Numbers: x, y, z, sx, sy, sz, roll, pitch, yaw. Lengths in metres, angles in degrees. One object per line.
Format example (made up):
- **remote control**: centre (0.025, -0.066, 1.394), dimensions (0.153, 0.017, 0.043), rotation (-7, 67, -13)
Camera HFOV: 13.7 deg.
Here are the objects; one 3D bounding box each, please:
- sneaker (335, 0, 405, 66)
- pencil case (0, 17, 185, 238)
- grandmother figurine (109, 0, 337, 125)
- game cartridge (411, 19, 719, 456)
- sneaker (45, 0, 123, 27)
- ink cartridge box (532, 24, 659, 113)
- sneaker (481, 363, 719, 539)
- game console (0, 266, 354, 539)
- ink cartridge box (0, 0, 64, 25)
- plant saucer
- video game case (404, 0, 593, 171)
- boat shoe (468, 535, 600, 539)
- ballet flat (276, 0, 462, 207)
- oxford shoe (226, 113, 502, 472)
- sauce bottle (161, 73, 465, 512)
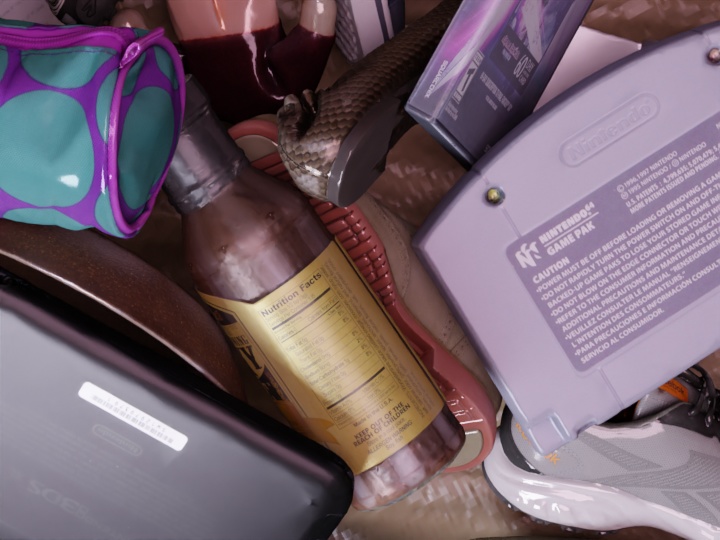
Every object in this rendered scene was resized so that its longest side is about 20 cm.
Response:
- **sneaker**: centre (0.003, -0.194, 1.349), dimensions (0.079, 0.078, 0.201), rotation (-18, 105, -14)
- **pencil case**: centre (-0.172, -0.074, 1.225), dimensions (0.199, 0.085, 0.093), rotation (12, 121, 17)
- **grandmother figurine**: centre (-0.062, -0.108, 1.349), dimensions (0.060, 0.121, 0.201), rotation (-35, 115, -44)
- **game cartridge**: centre (0.130, -0.025, 1.335), dimensions (0.199, 0.041, 0.134), rotation (-32, 101, -4)
- **sneaker**: centre (-0.146, -0.176, 1.280), dimensions (0.085, 0.200, 0.078), rotation (8, 129, -35)
- **ink cartridge box**: centre (0.176, -0.035, 1.392), dimensions (0.199, 0.067, 0.117), rotation (16, 94, -8)
- **sneaker**: centre (0.160, 0.084, 1.389), dimensions (0.199, 0.074, 0.080), rotation (8, 125, -8)
- **game console**: centre (-0.118, 0.078, 1.314), dimensions (0.199, 0.117, 0.176), rotation (29, 120, -9)
- **ink cartridge box**: centre (-0.205, -0.166, 1.311), dimensions (0.050, 0.109, 0.200), rotation (-29, 101, 33)
- **plant saucer**: centre (-0.131, 0.016, 1.308), dimensions (0.200, 0.200, 0.037), rotation (29, 72, -9)
- **video game case**: centre (0.088, -0.142, 1.328), dimensions (0.019, 0.143, 0.201), rotation (29, 89, 16)
- **boat shoe**: centre (0.143, 0.161, 1.408), dimensions (0.200, 0.074, 0.064), rotation (9, 93, -9)
- **ballet flat**: centre (0.016, -0.085, 1.321), dimensions (0.046, 0.200, 0.068), rotation (25, 125, 16)
- **oxford shoe**: centre (0.000, 0.000, 1.354), dimensions (0.070, 0.074, 0.200), rotation (-16, 122, 30)
- **sauce bottle**: centre (-0.032, 0.008, 1.281), dimensions (0.065, 0.065, 0.201), rotation (-34, 100, -2)
